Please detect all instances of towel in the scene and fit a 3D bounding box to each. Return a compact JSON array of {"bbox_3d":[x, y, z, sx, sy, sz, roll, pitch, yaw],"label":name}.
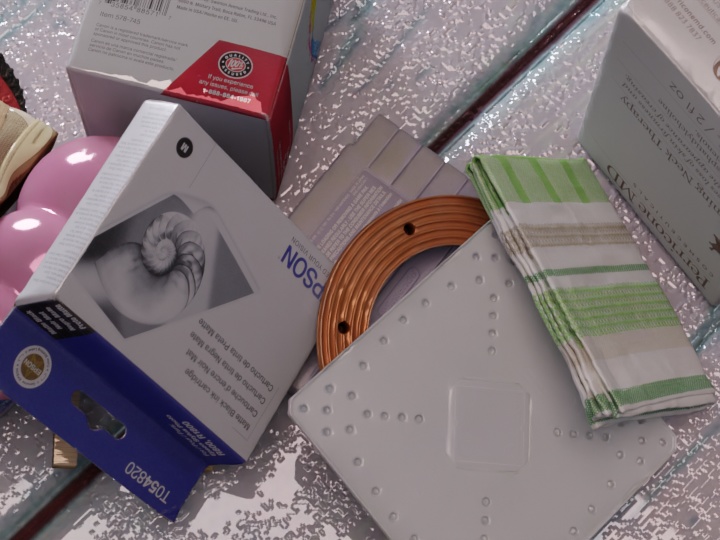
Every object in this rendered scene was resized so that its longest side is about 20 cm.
[{"bbox_3d":[0.155,0.011,1.134,0.031,0.148,0.202,-39,67,32],"label":"towel"}]

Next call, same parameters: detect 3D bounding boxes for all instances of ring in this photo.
[{"bbox_3d":[0.063,0.049,1.137,0.198,0.019,0.203,3,82,-19],"label":"ring"}]

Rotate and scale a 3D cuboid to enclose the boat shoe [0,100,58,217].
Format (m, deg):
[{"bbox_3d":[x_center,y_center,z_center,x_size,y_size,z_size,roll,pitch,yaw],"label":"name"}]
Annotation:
[{"bbox_3d":[-0.265,-0.052,1.096,0.064,0.071,0.200,35,29,-7],"label":"boat shoe"}]

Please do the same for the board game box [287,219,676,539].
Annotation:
[{"bbox_3d":[0.081,0.104,1.107,0.200,0.026,0.201,-40,92,-19],"label":"board game box"}]

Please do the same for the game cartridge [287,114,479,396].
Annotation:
[{"bbox_3d":[0.000,0.000,1.175,0.129,0.038,0.201,35,74,15],"label":"game cartridge"}]

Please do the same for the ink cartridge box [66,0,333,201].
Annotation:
[{"bbox_3d":[-0.102,-0.181,1.177,0.143,0.145,0.202,14,71,5],"label":"ink cartridge box"}]

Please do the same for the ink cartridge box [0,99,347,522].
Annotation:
[{"bbox_3d":[-0.116,0.032,1.055,0.040,0.200,0.201,13,66,47],"label":"ink cartridge box"}]

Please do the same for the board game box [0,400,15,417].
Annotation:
[{"bbox_3d":[-0.326,0.038,1.150,0.200,0.041,0.200,-41,76,-14],"label":"board game box"}]

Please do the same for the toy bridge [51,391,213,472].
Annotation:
[{"bbox_3d":[-0.196,0.097,1.111,0.197,0.027,0.068,4,81,-13],"label":"toy bridge"}]

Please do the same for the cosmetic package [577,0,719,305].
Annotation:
[{"bbox_3d":[0.270,-0.113,1.129,0.166,0.200,0.168,-34,74,-13],"label":"cosmetic package"}]

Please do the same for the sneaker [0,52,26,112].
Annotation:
[{"bbox_3d":[-0.333,-0.143,1.197,0.198,0.095,0.080,26,70,-20],"label":"sneaker"}]

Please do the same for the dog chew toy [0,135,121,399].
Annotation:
[{"bbox_3d":[-0.195,0.004,1.082,0.124,0.125,0.200,34,56,11],"label":"dog chew toy"}]
